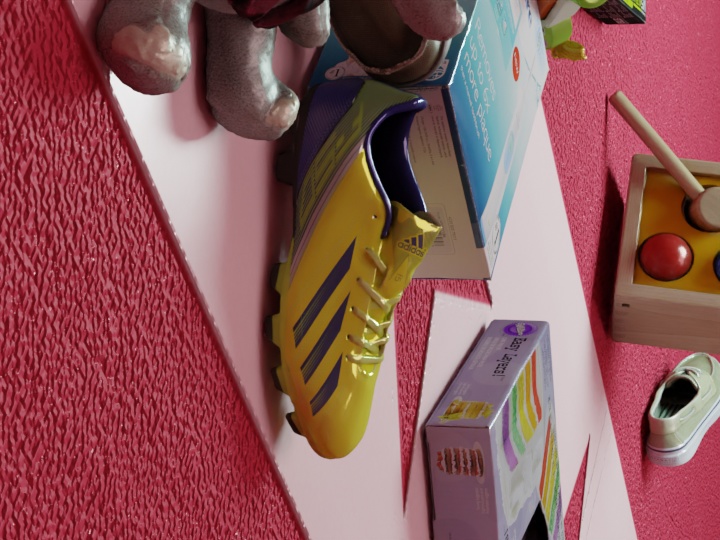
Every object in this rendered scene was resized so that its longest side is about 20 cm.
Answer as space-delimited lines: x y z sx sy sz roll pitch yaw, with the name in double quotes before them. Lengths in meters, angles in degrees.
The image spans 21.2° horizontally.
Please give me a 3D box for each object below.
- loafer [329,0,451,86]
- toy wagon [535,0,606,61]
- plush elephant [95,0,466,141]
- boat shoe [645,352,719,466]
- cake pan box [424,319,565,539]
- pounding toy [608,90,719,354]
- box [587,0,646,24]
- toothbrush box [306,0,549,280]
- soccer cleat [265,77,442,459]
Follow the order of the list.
"loafer" -0.009 -0.188 0.982 0.070 0.075 0.200 -34 109 -61
"toy wagon" 0.102 -0.213 1.218 0.155 0.040 0.200 44 -23 51
"plush elephant" -0.007 -0.157 0.854 0.165 0.155 0.200 36 58 -68
"boat shoe" 0.361 0.139 2.120 0.200 0.072 0.062 -55 145 -55
"cake pan box" 0.098 0.159 1.367 0.184 0.052 0.200 -45 134 -61
"pounding toy" 0.315 -0.043 1.836 0.142 0.184 0.200 82 17 -63
"box" 0.220 -0.326 1.706 0.200 0.047 0.193 2 92 -73
"toothbrush box" 0.046 -0.113 1.132 0.200 0.085 0.146 -72 155 -44
"soccer cleat" 0.000 0.000 1.001 0.065 0.084 0.200 -2 93 -72
